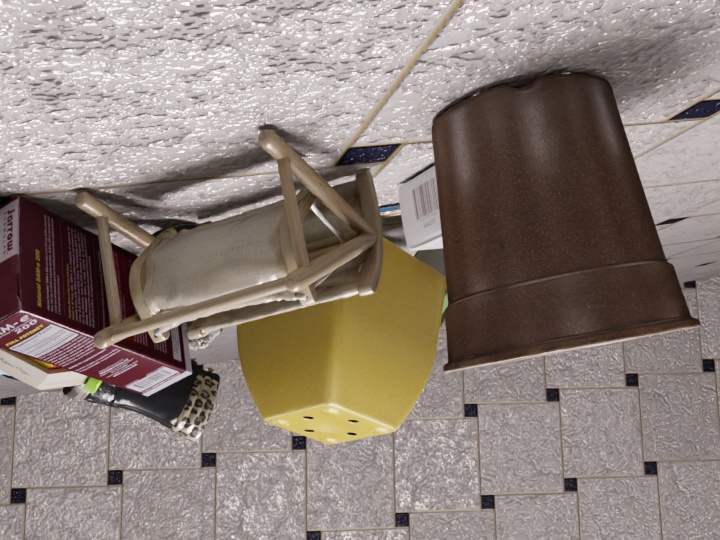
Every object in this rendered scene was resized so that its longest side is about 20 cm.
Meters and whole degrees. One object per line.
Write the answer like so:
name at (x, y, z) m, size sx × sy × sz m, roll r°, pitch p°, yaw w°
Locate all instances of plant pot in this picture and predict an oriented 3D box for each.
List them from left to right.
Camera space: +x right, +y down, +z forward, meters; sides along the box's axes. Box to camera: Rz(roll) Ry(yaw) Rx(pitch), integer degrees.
plant pot at (-0.030, 0.089, 0.956) m, size 0.194 × 0.203 × 0.193 m, roll -19°, pitch 145°, yaw 39°
plant pot at (0.144, -0.034, 0.646) m, size 0.197 × 0.202 × 0.200 m, roll -11°, pitch 172°, yaw -2°

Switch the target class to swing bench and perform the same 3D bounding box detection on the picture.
swing bench at (-0.101, -0.016, 0.710) m, size 0.196 × 0.132 × 0.199 m, roll -15°, pitch 170°, yaw 22°

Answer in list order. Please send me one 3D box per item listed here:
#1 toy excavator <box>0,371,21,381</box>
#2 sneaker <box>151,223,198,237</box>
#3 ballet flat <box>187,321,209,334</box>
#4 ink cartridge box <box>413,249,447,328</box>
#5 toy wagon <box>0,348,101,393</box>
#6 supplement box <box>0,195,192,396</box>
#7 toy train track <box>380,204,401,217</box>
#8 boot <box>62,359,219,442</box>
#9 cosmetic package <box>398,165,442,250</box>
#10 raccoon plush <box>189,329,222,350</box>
toy excavator at (-0.391, 0.053, 0.769) m, size 0.191 × 0.102 × 0.200 m, roll 14°, pitch 180°, yaw -13°
sneaker at (-0.198, -0.002, 0.894) m, size 0.080 × 0.075 × 0.200 m, roll -7°, pitch 170°, yaw 7°
ballet flat at (-0.276, 0.044, 0.986) m, size 0.197 × 0.067 × 0.057 m, roll 16°, pitch 139°, yaw -16°
ink cartridge box at (0.101, 0.037, 1.085) m, size 0.048 × 0.147 × 0.200 m, roll 35°, pitch 177°, yaw -21°
toy wagon at (-0.297, 0.029, 0.781) m, size 0.154 × 0.201 × 0.040 m, roll 32°, pitch 119°, yaw -15°
supplement box at (-0.238, 0.030, 0.711) m, size 0.060 × 0.110 × 0.200 m, roll -26°, pitch 148°, yaw 19°
toy train track at (0.043, -0.058, 0.935) m, size 0.196 × 0.033 × 0.115 m, roll -9°, pitch 171°, yaw 0°
boot at (-0.231, 0.087, 0.898) m, size 0.153 × 0.205 × 0.074 m, roll 30°, pitch 121°, yaw -22°
cosmetic package at (0.148, -0.071, 0.843) m, size 0.197 × 0.075 × 0.101 m, roll -4°, pitch 170°, yaw -29°
raccoon plush at (-0.283, 0.070, 1.087) m, size 0.197 × 0.099 × 0.133 m, roll -4°, pitch -179°, yaw -34°
